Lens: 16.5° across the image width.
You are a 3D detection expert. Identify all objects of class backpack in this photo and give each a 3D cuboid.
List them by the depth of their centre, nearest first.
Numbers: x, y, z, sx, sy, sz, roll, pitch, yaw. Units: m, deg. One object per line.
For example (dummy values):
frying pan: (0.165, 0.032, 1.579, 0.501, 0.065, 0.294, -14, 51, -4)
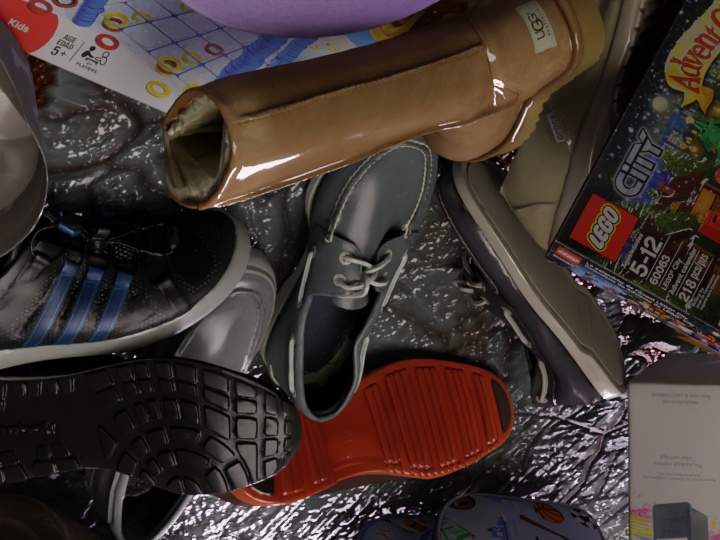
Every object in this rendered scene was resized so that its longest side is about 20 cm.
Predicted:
backpack: (0.072, 0.232, 1.550, 0.190, 0.200, 0.154, 4, 127, -18)

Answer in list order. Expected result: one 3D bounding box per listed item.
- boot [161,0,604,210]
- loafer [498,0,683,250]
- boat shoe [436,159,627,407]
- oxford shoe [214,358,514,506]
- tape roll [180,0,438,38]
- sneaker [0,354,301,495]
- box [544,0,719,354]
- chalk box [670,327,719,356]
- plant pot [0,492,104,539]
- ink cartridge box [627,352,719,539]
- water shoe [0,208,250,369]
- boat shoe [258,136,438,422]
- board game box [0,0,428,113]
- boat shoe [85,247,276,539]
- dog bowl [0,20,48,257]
boot: (-0.004, -0.074, 1.170, 0.200, 0.066, 0.175, -21, 168, -24)
loafer: (0.117, -0.098, 1.306, 0.076, 0.068, 0.200, -26, 137, -55)
boat shoe: (0.085, 0.014, 1.406, 0.063, 0.073, 0.200, -19, 133, 22)
oxford shoe: (-0.003, 0.096, 1.472, 0.200, 0.071, 0.073, -8, 173, -28)
tape roll: (-0.013, -0.197, 1.066, 0.200, 0.066, 0.200, -13, 138, -13)
sneaker: (-0.126, 0.067, 1.326, 0.200, 0.088, 0.076, 2, 110, 9)
box: (0.199, -0.061, 1.245, 0.200, 0.137, 0.038, -61, 178, -14)
chalk box: (0.253, -0.049, 1.352, 0.200, 0.124, 0.125, -52, 139, -12)
plant pot: (-0.184, 0.221, 1.403, 0.200, 0.200, 0.174, -24, 138, 1)
ink cartridge box: (0.205, 0.157, 1.497, 0.067, 0.200, 0.117, 1, -173, 19)
water shoe: (-0.154, 0.001, 1.283, 0.200, 0.072, 0.079, -17, 140, -7)
boat shoe: (0.000, 0.000, 1.360, 0.073, 0.062, 0.200, 4, 132, -27)
board game box: (-0.054, -0.164, 1.171, 0.200, 0.056, 0.196, 21, 122, -39)
boat shoe: (-0.094, 0.077, 1.389, 0.070, 0.072, 0.201, 8, 129, -30)
dog bowl: (-0.240, -0.071, 1.140, 0.200, 0.059, 0.200, 1, 145, 0)
